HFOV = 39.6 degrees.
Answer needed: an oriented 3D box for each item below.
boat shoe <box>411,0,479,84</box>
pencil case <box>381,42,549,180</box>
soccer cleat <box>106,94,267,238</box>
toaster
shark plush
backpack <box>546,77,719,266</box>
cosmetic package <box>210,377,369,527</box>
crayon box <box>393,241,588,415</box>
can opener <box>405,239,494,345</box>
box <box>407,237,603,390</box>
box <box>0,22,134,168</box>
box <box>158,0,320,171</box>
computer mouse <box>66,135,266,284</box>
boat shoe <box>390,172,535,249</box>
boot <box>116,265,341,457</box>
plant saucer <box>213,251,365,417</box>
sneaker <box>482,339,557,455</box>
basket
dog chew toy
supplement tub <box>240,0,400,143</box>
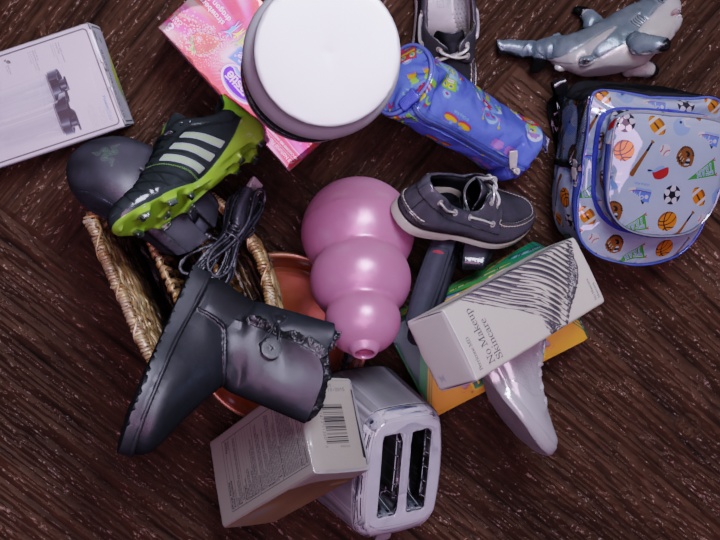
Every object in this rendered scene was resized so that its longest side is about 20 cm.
[{"bbox_3d":[0.096,-0.259,1.083,0.074,0.060,0.200,-3,101,-9],"label":"boat shoe"},{"bbox_3d":[0.108,-0.159,1.050,0.200,0.087,0.078,24,124,-37],"label":"pencil case"},{"bbox_3d":[-0.177,-0.102,0.964,0.081,0.068,0.200,44,53,6],"label":"soccer cleat"},{"bbox_3d":[0.018,0.194,1.101,0.113,0.129,0.200,-4,108,-28],"label":"toaster"},{"bbox_3d":[0.256,-0.256,1.111,0.200,0.091,0.083,-8,80,19],"label":"shark plush"},{"bbox_3d":[0.301,-0.101,1.083,0.200,0.154,0.191,4,110,-7],"label":"backpack"},{"bbox_3d":[-0.081,0.198,1.072,0.071,0.200,0.105,5,62,-36],"label":"cosmetic package"},{"bbox_3d":[0.142,0.066,1.141,0.200,0.058,0.119,-28,100,1],"label":"crayon box"},{"bbox_3d":[0.088,-0.005,1.077,0.078,0.200,0.063,6,133,25],"label":"can opener"},{"bbox_3d":[0.151,0.042,1.021,0.200,0.068,0.082,-28,91,-33],"label":"box"},{"bbox_3d":[-0.359,-0.179,1.073,0.200,0.060,0.117,-19,100,1],"label":"box"},{"bbox_3d":[-0.108,-0.212,1.063,0.103,0.095,0.200,-41,99,3],"label":"box"},{"bbox_3d":[-0.197,-0.077,1.001,0.200,0.053,0.139,28,59,-8],"label":"computer mouse"},{"bbox_3d":[0.126,-0.070,1.069,0.200,0.073,0.063,0,144,-38],"label":"boat shoe"},{"bbox_3d":[-0.116,0.107,0.935,0.168,0.076,0.200,25,58,-9],"label":"boot"},{"bbox_3d":[-0.092,0.077,1.145,0.200,0.032,0.201,-1,100,-4],"label":"plant saucer"},{"bbox_3d":[0.175,0.108,1.090,0.088,0.075,0.200,-35,102,-14],"label":"sneaker"},{"bbox_3d":[-0.168,0.008,1.039,0.143,0.149,0.200,-27,76,3],"label":"basket"},{"bbox_3d":[0.000,0.000,1.057,0.124,0.125,0.200,-2,58,-3],"label":"dog chew toy"},{"bbox_3d":[-0.040,-0.190,0.921,0.140,0.200,0.141,-1,95,-7],"label":"supplement tub"}]
